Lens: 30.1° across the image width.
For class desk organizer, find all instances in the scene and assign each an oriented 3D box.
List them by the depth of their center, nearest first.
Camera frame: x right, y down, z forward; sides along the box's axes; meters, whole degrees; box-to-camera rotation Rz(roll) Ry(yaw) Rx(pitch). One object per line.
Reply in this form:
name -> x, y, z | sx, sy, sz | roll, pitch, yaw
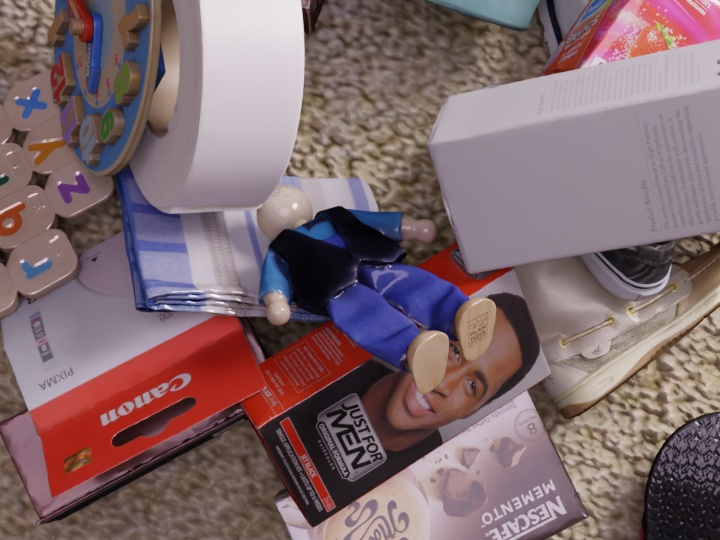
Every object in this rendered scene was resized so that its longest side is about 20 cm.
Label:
desk organizer -> -0.156, 0.103, 0.977 | 0.198, 0.072, 0.078 | -28, 84, -4

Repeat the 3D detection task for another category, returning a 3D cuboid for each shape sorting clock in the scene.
shape sorting clock -> -0.180, -0.166, 0.920 | 0.039, 0.199, 0.203 | -3, 84, -27

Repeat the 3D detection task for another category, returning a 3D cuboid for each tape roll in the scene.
tape roll -> -0.106, -0.142, 0.897 | 0.070, 0.202, 0.206 | -4, 84, -26

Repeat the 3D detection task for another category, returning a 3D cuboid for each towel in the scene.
towel -> -0.069, -0.022, 0.945 | 0.197, 0.024, 0.148 | 3, 43, -21

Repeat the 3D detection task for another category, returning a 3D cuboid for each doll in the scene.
doll -> 0.000, 0.000, 0.873 | 0.136, 0.049, 0.199 | -32, 46, -26

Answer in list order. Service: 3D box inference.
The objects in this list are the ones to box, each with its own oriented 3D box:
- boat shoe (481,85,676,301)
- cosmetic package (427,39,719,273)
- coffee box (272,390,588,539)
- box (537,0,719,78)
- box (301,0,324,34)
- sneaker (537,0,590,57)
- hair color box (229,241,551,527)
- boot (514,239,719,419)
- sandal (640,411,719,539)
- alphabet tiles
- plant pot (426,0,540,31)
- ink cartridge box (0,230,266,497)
boat shoe -> 0.153, -0.071, 0.942 | 0.072, 0.071, 0.200 | -30, 66, -29
cosmetic package -> 0.152, -0.071, 0.842 | 0.197, 0.074, 0.103 | -8, 120, 20
coffee box -> 0.050, 0.169, 0.970 | 0.198, 0.080, 0.114 | -26, 86, -3
box -> 0.233, -0.113, 0.917 | 0.199, 0.095, 0.100 | 37, 89, -11
box -> -0.048, -0.295, 1.014 | 0.099, 0.075, 0.203 | 19, 83, 1
sneaker -> 0.188, -0.149, 0.986 | 0.075, 0.080, 0.203 | -13, 79, -26
hair color box -> 0.023, 0.073, 0.906 | 0.199, 0.061, 0.102 | -32, 125, -9
boot -> 0.185, -0.008, 0.996 | 0.199, 0.072, 0.155 | -37, 82, -8
sandal -> 0.240, 0.198, 0.996 | 0.074, 0.045, 0.203 | 13, 99, 5
alphabet tiles -> -0.287, -0.058, 0.989 | 0.194, 0.015, 0.201 | -29, 71, -7
plant pot -> 0.086, -0.282, 0.959 | 0.198, 0.200, 0.190 | 20, 103, 0
ink cartridge box -> -0.164, 0.045, 0.928 | 0.161, 0.200, 0.058 | -27, 120, -3
